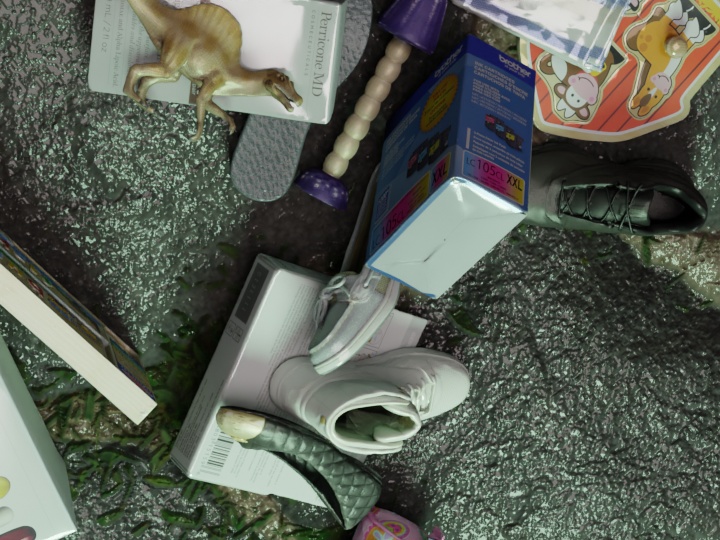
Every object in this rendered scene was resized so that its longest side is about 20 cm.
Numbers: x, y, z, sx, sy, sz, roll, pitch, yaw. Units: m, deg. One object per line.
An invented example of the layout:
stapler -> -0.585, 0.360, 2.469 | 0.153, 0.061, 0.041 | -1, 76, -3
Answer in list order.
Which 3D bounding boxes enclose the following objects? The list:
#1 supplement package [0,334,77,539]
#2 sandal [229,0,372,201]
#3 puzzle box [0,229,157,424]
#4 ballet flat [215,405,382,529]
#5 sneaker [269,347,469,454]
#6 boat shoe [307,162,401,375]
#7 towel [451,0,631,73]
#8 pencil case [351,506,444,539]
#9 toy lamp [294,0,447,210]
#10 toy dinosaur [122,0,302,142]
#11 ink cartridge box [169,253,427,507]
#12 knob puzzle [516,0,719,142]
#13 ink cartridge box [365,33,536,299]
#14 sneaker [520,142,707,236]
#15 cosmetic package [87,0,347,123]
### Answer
supplement package -> -0.325, 0.125, 1.465 | 0.110, 0.156, 0.201 | -25, 109, -6
sandal -> -0.057, -0.157, 1.517 | 0.076, 0.043, 0.201 | 28, 103, -9
puzzle box -> -0.252, 0.035, 1.470 | 0.025, 0.133, 0.200 | -45, 110, 2
ballet flat -> -0.052, 0.167, 1.543 | 0.200, 0.066, 0.057 | 35, 76, -39
sneaker -> 0.033, 0.120, 1.548 | 0.198, 0.115, 0.074 | -2, 110, -33
boat shoe -> 0.001, -0.001, 1.519 | 0.065, 0.074, 0.203 | 36, 62, -13
towel -> 0.179, -0.287, 1.528 | 0.146, 0.024, 0.202 | 24, 97, -1
pencil case -> 0.001, 0.313, 1.632 | 0.087, 0.087, 0.201 | 25, 97, -18
toy lamp -> 0.012, -0.150, 1.522 | 0.058, 0.058, 0.201 | 25, 97, -18
toy dinosaur -> -0.143, -0.170, 1.402 | 0.199, 0.058, 0.102 | 36, 88, -14
ink cartridge box -> -0.053, 0.102, 1.584 | 0.173, 0.043, 0.201 | 18, 100, -37
knob puzzle -> 0.225, -0.199, 1.573 | 0.217, 0.030, 0.222 | -4, 106, -12
ink cartridge box -> 0.077, -0.097, 1.483 | 0.076, 0.201, 0.136 | 28, 135, -19
sneaker -> 0.214, -0.066, 1.575 | 0.198, 0.091, 0.077 | -1, 107, -12
cosmetic package -> -0.115, -0.185, 1.451 | 0.198, 0.074, 0.103 | 7, 104, 2
